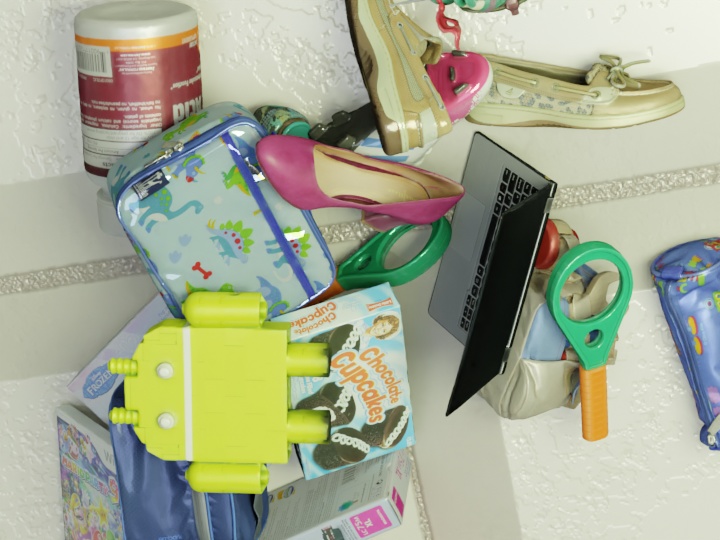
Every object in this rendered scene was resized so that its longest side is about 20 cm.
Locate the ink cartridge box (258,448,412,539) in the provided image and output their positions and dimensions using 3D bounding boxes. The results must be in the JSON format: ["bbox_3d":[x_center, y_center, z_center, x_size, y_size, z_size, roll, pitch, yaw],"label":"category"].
[{"bbox_3d":[-0.047,0.241,1.724,0.199,0.120,0.042,-23,109,16],"label":"ink cartridge box"}]

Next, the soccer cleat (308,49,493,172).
[{"bbox_3d":[0.045,-0.133,1.607,0.199,0.070,0.086,-25,140,24],"label":"soccer cleat"}]

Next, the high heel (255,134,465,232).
[{"bbox_3d":[0.000,-0.087,1.546,0.096,0.199,0.068,-21,65,35],"label":"high heel"}]

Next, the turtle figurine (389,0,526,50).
[{"bbox_3d":[0.122,-0.271,1.532,0.198,0.151,0.101,-13,147,11],"label":"turtle figurine"}]

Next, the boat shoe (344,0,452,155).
[{"bbox_3d":[0.035,-0.190,1.551,0.075,0.072,0.202,-13,62,-2],"label":"boat shoe"}]

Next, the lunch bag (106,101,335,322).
[{"bbox_3d":[-0.122,-0.039,1.578,0.160,0.082,0.201,-29,118,-6],"label":"lunch bag"}]

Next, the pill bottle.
[{"bbox_3d":[-0.200,-0.139,1.624,0.113,0.114,0.202,1,109,9],"label":"pill bottle"}]

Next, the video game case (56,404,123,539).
[{"bbox_3d":[-0.261,0.250,1.769,0.018,0.143,0.202,-13,113,-33],"label":"video game case"}]

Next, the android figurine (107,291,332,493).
[{"bbox_3d":[-0.124,0.107,1.554,0.198,0.041,0.184,3,103,3],"label":"android figurine"}]

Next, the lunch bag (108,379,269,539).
[{"bbox_3d":[-0.152,0.171,1.664,0.131,0.136,0.202,-3,106,9],"label":"lunch bag"}]

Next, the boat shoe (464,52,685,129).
[{"bbox_3d":[0.188,-0.162,1.571,0.198,0.073,0.063,1,105,13],"label":"boat shoe"}]

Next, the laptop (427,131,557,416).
[{"bbox_3d":[0.092,-0.003,1.562,0.115,0.200,0.189,1,115,-33],"label":"laptop"}]

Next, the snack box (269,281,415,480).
[{"bbox_3d":[-0.014,0.106,1.650,0.115,0.037,0.201,-17,136,-9],"label":"snack box"}]

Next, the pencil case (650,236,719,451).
[{"bbox_3d":[0.326,0.073,1.623,0.078,0.087,0.202,-3,111,46],"label":"pencil case"}]

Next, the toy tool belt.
[{"bbox_3d":[0.186,0.043,1.634,0.122,0.125,0.202,0,118,-33],"label":"toy tool belt"}]

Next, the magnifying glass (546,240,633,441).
[{"bbox_3d":[0.205,0.065,1.571,0.079,0.022,0.202,-16,120,-15],"label":"magnifying glass"}]

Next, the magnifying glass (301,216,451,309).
[{"bbox_3d":[0.000,0.000,1.658,0.199,0.080,0.022,-24,126,27],"label":"magnifying glass"}]

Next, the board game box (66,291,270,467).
[{"bbox_3d":[-0.152,0.113,1.739,0.199,0.043,0.200,44,110,-8],"label":"board game box"}]

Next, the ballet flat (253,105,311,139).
[{"bbox_3d":[-0.095,-0.062,1.664,0.074,0.074,0.202,18,107,3],"label":"ballet flat"}]
